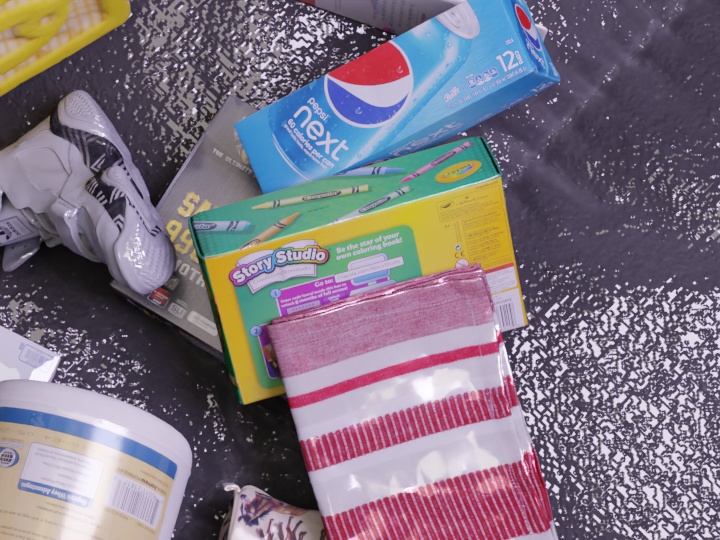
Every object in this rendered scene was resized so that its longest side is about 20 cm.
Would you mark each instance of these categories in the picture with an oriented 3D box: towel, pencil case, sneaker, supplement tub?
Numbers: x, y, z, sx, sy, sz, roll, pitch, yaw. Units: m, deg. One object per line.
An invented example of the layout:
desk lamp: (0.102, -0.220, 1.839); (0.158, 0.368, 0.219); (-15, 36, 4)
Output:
towel: (0.035, 0.108, 1.531); (0.144, 0.023, 0.200); (-16, 96, -3)
pencil case: (-0.002, 0.196, 1.591); (0.199, 0.078, 0.090); (12, 76, 1)
sneaker: (-0.197, -0.031, 1.604); (0.115, 0.075, 0.200); (-32, 41, 3)
supplement tub: (-0.197, 0.182, 1.493); (0.144, 0.145, 0.200); (15, 71, 2)

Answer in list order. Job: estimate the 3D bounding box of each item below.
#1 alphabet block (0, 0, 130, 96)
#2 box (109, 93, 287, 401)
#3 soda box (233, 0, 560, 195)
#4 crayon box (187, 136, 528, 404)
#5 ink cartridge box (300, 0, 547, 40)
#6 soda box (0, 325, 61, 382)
alphabet block: (-0.288, -0.229, 1.609); (0.195, 0.196, 0.200); (-31, 81, -5)
box: (-0.045, -0.001, 1.643); (0.200, 0.048, 0.159); (32, 81, 5)
soda box: (0.024, -0.110, 1.571); (0.200, 0.068, 0.064); (-27, 80, 17)
crayon box: (0.000, 0.000, 1.557); (0.199, 0.058, 0.119); (-15, 123, -4)
ink cartridge box: (0.038, -0.206, 1.648); (0.200, 0.116, 0.068); (20, 79, 2)
soda box: (-0.302, 0.045, 1.605); (0.200, 0.068, 0.064); (27, 75, -5)
